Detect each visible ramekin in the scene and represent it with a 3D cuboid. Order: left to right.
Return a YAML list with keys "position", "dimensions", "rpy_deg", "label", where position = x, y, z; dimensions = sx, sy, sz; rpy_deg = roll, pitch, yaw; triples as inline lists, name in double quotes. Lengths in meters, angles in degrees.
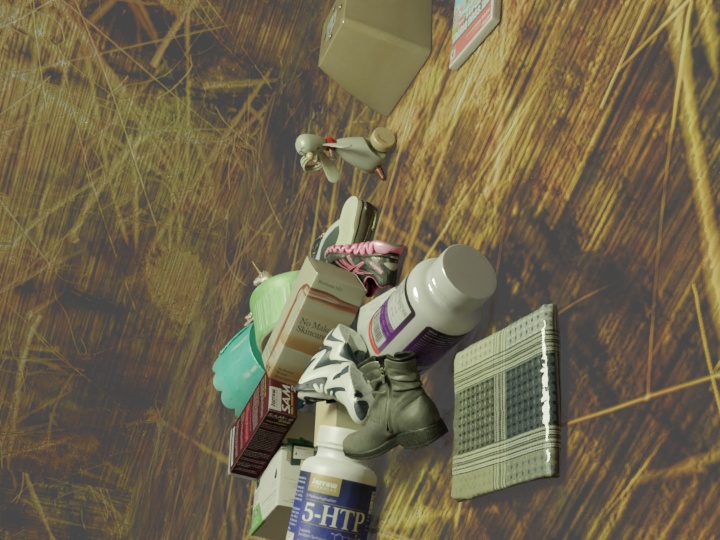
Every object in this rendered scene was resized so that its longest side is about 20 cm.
- position: [-0.106, 0.097, 1.512]
  dimensions: [0.200, 0.198, 0.098]
  rpy_deg: [126, 146, -45]
  label: "ramekin"

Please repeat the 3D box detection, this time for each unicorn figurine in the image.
- position: [-0.269, 0.088, 2.196]
  dimensions: [0.138, 0.073, 0.200]
  rpy_deg: [-58, 36, 14]
  label: "unicorn figurine"

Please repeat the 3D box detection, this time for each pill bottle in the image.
- position: [-0.039, 0.341, 1.212]
  dimensions: [0.120, 0.119, 0.202]
  rpy_deg: [155, 129, -66]
  label: "pill bottle"
- position: [0.095, 0.054, 1.084]
  dimensions: [0.200, 0.110, 0.112]
  rpy_deg: [129, 152, -48]
  label: "pill bottle"

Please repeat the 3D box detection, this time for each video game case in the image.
- position: [0.198, -0.460, 1.378]
  dimensions: [0.143, 0.017, 0.202]
  rpy_deg: [138, 144, -58]
  label: "video game case"

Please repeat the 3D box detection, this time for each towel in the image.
- position: [0.167, 0.157, 0.928]
  dimensions: [0.200, 0.034, 0.194]
  rpy_deg: [-39, 41, 56]
  label: "towel"

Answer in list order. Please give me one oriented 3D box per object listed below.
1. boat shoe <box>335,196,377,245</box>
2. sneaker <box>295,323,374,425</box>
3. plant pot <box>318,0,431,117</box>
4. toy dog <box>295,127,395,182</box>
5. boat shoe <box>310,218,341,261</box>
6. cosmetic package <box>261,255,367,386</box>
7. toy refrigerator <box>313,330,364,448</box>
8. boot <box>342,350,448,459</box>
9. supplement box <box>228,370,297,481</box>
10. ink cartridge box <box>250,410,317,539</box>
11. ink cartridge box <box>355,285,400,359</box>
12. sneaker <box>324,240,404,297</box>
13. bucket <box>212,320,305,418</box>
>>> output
- position: [-0.017, -0.039, 1.572]
  dimensions: [0.072, 0.060, 0.204]
  rpy_deg: [10, 85, 57]
  label: "boat shoe"
- position: [-0.039, 0.192, 1.270]
  dimensions: [0.130, 0.079, 0.200]
  rpy_deg: [-47, 41, 21]
  label: "sneaker"
- position: [0.022, -0.473, 1.651]
  dimensions: [0.200, 0.176, 0.201]
  rpy_deg: [131, 150, -50]
  label: "plant pot"
- position: [-0.023, -0.217, 1.589]
  dimensions: [0.132, 0.198, 0.097]
  rpy_deg: [90, 167, -60]
  label: "toy dog"
- position: [-0.062, -0.057, 1.697]
  dimensions: [0.091, 0.070, 0.201]
  rpy_deg: [-98, 28, -43]
  label: "boat shoe"
- position: [-0.080, 0.092, 1.374]
  dimensions: [0.201, 0.103, 0.087]
  rpy_deg: [-66, 22, 13]
  label: "cosmetic package"
- position: [-0.028, 0.205, 1.383]
  dimensions: [0.076, 0.069, 0.201]
  rpy_deg: [-45, 33, 42]
  label: "toy refrigerator"
- position: [0.029, 0.181, 1.114]
  dimensions: [0.199, 0.067, 0.132]
  rpy_deg: [-26, 86, 46]
  label: "boot"
- position: [-0.183, 0.287, 1.508]
  dimensions: [0.201, 0.060, 0.109]
  rpy_deg: [-58, 24, 34]
  label: "supplement box"
- position: [-0.138, 0.382, 1.520]
  dimensions: [0.146, 0.084, 0.201]
  rpy_deg: [126, 154, -42]
  label: "ink cartridge box"
- position: [0.049, 0.140, 1.280]
  dimensions: [0.162, 0.057, 0.202]
  rpy_deg: [146, 117, -62]
  label: "ink cartridge box"
- position: [0.000, 0.000, 1.440]
  dimensions: [0.199, 0.078, 0.096]
  rpy_deg: [-4, 85, 55]
  label: "sneaker"
- position: [-0.178, 0.197, 1.627]
  dimensions: [0.135, 0.206, 0.208]
  rpy_deg: [-47, 30, 34]
  label: "bucket"
